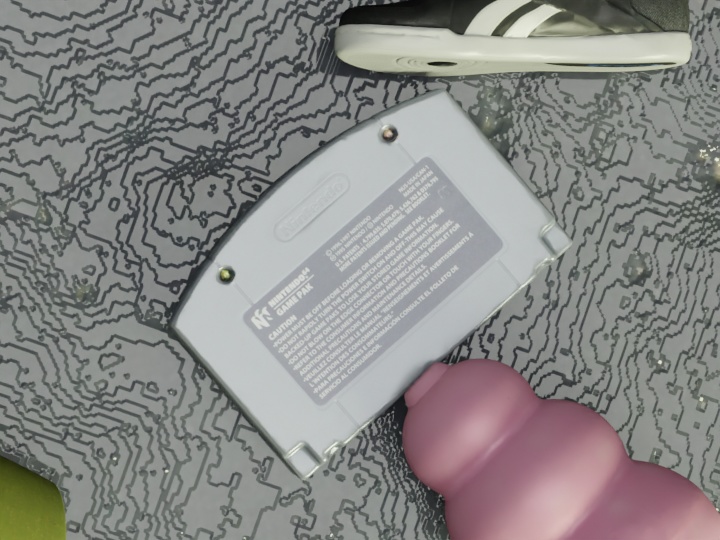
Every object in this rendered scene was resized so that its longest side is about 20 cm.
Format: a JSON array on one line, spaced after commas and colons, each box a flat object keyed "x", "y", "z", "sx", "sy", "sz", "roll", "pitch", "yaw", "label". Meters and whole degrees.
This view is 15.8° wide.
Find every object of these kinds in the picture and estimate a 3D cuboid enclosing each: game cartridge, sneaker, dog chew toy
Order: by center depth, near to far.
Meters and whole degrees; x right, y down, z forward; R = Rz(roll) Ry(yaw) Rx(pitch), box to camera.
[{"x": 0.103, "y": 0.127, "z": 1.383, "sx": 0.200, "sy": 0.125, "sz": 0.125, "roll": 44, "pitch": 85, "yaw": 2, "label": "dog chew toy"}, {"x": 0.081, "y": -0.165, "z": 1.411, "sx": 0.200, "sy": 0.073, "sz": 0.112, "roll": -1, "pitch": 86, "yaw": -15, "label": "sneaker"}, {"x": 0.000, "y": 0.000, "z": 1.412, "sx": 0.200, "sy": 0.041, "sz": 0.133, "roll": -41, "pitch": 97, "yaw": -6, "label": "game cartridge"}]

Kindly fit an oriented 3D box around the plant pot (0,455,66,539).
[{"x": -0.259, "y": 0.143, "z": 1.323, "sx": 0.200, "sy": 0.187, "sz": 0.187, "roll": 8, "pitch": 88, "yaw": -21, "label": "plant pot"}]
